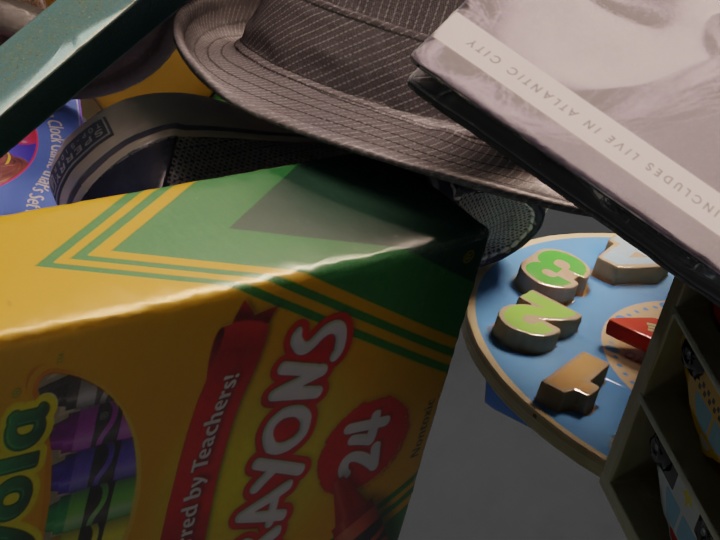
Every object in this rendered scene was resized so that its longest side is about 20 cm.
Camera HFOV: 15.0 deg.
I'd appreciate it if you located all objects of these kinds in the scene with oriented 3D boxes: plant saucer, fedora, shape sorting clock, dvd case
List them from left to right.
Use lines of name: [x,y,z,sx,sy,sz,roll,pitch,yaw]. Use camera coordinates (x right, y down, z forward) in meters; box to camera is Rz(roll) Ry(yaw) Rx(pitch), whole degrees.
plant saucer: [-0.089,-0.057,0.769,0.019,0.070,0.200,45,57,-1]
fedora: [0.040,-0.084,0.805,0.177,0.090,0.200,18,12,12]
shape sorting clock: [0.130,0.037,0.907,0.200,0.039,0.200,12,29,-7]
dvd case: [0.127,-0.069,0.727,0.149,0.016,0.200,36,57,11]

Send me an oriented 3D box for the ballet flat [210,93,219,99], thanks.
ballet flat: [-0.049,-0.119,1.064,0.069,0.069,0.200,12,29,-7]

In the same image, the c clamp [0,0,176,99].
c clamp: [-0.130,-0.131,0.834,0.200,0.171,0.027,25,39,-17]

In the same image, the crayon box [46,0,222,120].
crayon box: [-0.082,-0.125,1.001,0.126,0.052,0.200,-45,55,-8]

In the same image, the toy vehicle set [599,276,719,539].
toy vehicle set: [0.125,0.080,0.711,0.027,0.124,0.200,-3,41,-21]

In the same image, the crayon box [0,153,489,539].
crayon box: [-0.067,0.046,0.704,0.200,0.127,0.051,-13,40,-39]

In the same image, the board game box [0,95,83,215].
board game box: [-0.151,-0.009,0.841,0.134,0.045,0.200,8,30,-14]

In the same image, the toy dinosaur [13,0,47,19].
toy dinosaur: [-0.113,-0.170,0.916,0.200,0.086,0.136,38,38,-13]

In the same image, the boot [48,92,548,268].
boot: [0.000,0.000,0.854,0.200,0.073,0.090,-1,49,-42]
